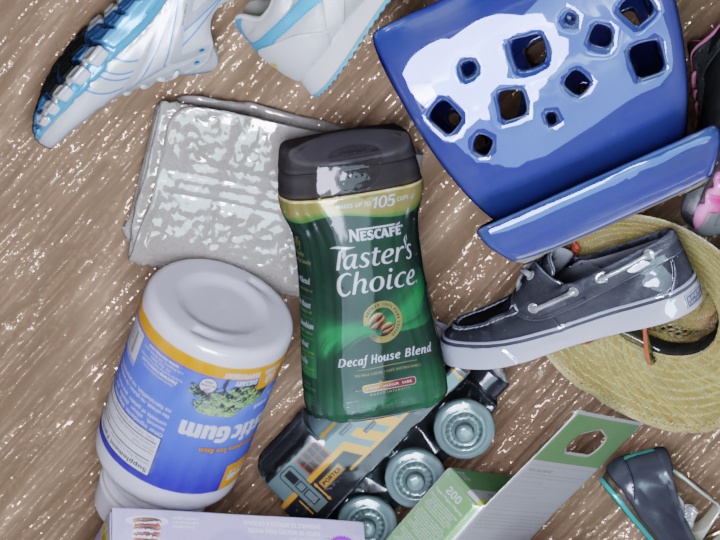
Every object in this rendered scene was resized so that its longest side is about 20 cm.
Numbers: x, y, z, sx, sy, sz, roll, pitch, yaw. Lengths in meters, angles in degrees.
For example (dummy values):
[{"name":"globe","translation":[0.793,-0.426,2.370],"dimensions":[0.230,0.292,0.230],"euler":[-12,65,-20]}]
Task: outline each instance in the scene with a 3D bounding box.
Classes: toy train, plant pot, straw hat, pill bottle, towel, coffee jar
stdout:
[{"name":"toy train","translation":[0.016,0.124,1.795],"dimensions":[0.114,0.085,0.200],"euler":[43,101,-9]},{"name":"plant pot","translation":[0.135,-0.114,1.623],"dimensions":[0.199,0.200,0.181],"euler":[-24,91,5]},{"name":"straw hat","translation":[0.225,0.015,1.763],"dimensions":[0.200,0.085,0.202],"euler":[18,130,22]},{"name":"pill bottle","translation":[-0.128,0.101,1.741],"dimensions":[0.111,0.112,0.201],"euler":[14,124,-11]},{"name":"towel","translation":[-0.066,-0.049,1.744],"dimensions":[0.198,0.035,0.134],"euler":[13,110,-12]},{"name":"coffee jar","translation":[0.000,0.000,1.691],"dimensions":[0.103,0.085,0.202],"euler":[-10,102,-9]}]

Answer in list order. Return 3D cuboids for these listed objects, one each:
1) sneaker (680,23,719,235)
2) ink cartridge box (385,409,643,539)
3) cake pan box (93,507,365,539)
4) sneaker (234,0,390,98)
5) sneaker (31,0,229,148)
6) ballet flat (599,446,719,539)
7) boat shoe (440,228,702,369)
[{"name":"sneaker","translation":[0.268,-0.126,1.721],"dimensions":[0.079,0.095,0.201],"euler":[9,106,-52]},{"name":"ink cartridge box","translation":[0.107,0.166,1.788],"dimensions":[0.048,0.145,0.200],"euler":[45,103,23]},{"name":"cake pan box","translation":[-0.104,0.230,1.767],"dimensions":[0.198,0.184,0.053],"euler":[4,66,-14]},{"name":"sneaker","translation":[-0.005,-0.208,1.531],"dimensions":[0.080,0.077,0.201],"euler":[33,112,-4]},{"name":"sneaker","translation":[-0.148,-0.152,1.677],"dimensions":[0.086,0.075,0.200],"euler":[38,103,-24]},{"name":"ballet flat","translation":[0.257,0.212,1.854],"dimensions":[0.073,0.073,0.201],"euler":[-31,116,6]},{"name":"boat shoe","translation":[0.140,0.016,1.700],"dimensions":[0.199,0.072,0.068],"euler":[-15,109,28]}]
